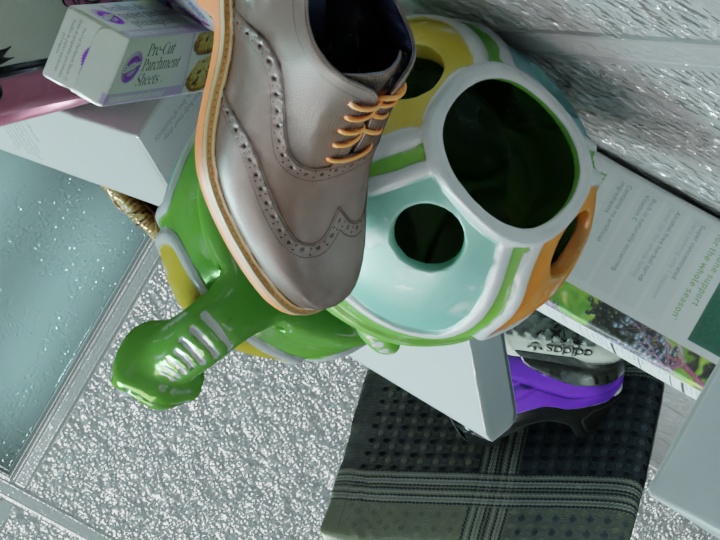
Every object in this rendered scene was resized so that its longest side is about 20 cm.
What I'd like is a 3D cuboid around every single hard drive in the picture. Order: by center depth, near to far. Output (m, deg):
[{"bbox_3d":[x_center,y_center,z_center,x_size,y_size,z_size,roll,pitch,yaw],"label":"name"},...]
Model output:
[{"bbox_3d":[0.000,0.000,1.304,0.200,0.027,0.132,30,144,40],"label":"hard drive"}]

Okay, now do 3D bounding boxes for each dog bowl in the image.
[{"bbox_3d":[-0.219,-0.113,1.299,0.200,0.199,0.074,-90,-15,-87],"label":"dog bowl"}]

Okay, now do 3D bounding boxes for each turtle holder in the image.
[{"bbox_3d":[0.028,-0.058,1.033,0.132,0.141,0.186,-16,96,64],"label":"turtle holder"},{"bbox_3d":[-0.035,-0.008,1.156,0.141,0.186,0.132,22,154,-26],"label":"turtle holder"}]

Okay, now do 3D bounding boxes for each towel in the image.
[{"bbox_3d":[0.086,0.101,1.473,0.199,0.193,0.035,1,139,20],"label":"towel"}]

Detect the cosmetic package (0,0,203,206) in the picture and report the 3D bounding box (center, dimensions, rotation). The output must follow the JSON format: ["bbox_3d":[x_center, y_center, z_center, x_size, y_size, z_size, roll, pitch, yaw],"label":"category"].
[{"bbox_3d":[-0.165,-0.122,1.441,0.200,0.113,0.081,17,152,32],"label":"cosmetic package"}]

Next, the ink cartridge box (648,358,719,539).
[{"bbox_3d":[0.249,0.087,0.929,0.200,0.145,0.145,31,176,-34],"label":"ink cartridge box"}]

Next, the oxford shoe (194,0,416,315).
[{"bbox_3d":[-0.018,-0.063,0.913,0.073,0.071,0.201,23,133,39],"label":"oxford shoe"}]

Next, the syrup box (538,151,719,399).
[{"bbox_3d":[0.169,0.018,1.180,0.200,0.079,0.081,30,176,13],"label":"syrup box"}]

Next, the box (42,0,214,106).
[{"bbox_3d":[-0.096,-0.117,1.241,0.039,0.042,0.200,29,-163,16],"label":"box"}]

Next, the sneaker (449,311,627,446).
[{"bbox_3d":[0.060,0.058,1.418,0.199,0.100,0.070,11,-148,5],"label":"sneaker"}]

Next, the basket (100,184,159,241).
[{"bbox_3d":[-0.083,-0.070,1.527,0.200,0.143,0.149,29,177,22],"label":"basket"}]

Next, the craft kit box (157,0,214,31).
[{"bbox_3d":[-0.126,-0.180,1.136,0.197,0.049,0.200,27,176,18],"label":"craft kit box"}]
